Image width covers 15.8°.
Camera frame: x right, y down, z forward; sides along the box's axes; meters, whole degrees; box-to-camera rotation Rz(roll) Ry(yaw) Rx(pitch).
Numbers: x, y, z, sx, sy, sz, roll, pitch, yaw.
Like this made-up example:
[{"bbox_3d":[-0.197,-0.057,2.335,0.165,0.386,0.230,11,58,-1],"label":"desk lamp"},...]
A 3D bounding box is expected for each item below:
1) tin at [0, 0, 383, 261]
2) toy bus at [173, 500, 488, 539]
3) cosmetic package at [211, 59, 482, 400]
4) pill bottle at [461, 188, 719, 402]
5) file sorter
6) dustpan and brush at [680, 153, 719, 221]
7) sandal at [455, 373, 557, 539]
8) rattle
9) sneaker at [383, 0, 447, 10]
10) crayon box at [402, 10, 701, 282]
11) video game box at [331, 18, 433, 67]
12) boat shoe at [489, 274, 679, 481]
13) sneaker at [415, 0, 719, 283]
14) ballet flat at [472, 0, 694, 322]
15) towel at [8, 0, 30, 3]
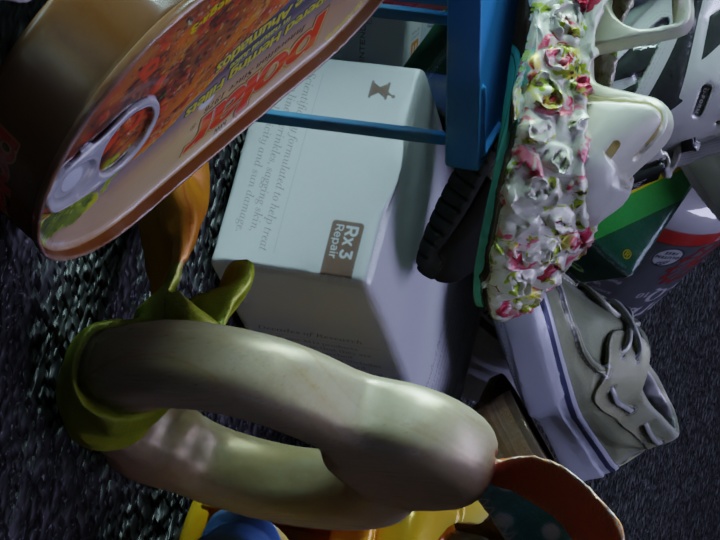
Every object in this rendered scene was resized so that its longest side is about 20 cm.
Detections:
[{"bbox_3d":[-0.043,-0.082,0.811,0.200,0.042,0.112,-43,161,-32],"label":"tin"},{"bbox_3d":[-0.046,0.155,0.944,0.192,0.135,0.201,27,69,-58],"label":"toy bus"},{"bbox_3d":[0.000,0.000,1.111,0.200,0.074,0.102,66,35,-61],"label":"cosmetic package"},{"bbox_3d":[0.101,-0.023,1.258,0.200,0.116,0.116,-49,-163,49],"label":"pill bottle"},{"bbox_3d":[0.005,-0.162,0.943,0.139,0.122,0.201,-59,153,-58],"label":"file sorter"},{"bbox_3d":[0.157,-0.103,1.090,0.140,0.200,0.057,-54,-158,-2],"label":"dustpan and brush"},{"bbox_3d":[0.055,0.097,1.214,0.078,0.069,0.212,60,2,6],"label":"sandal"},{"bbox_3d":[0.007,0.025,0.887,0.131,0.199,0.143,74,28,-45],"label":"rattle"},{"bbox_3d":[0.005,-0.192,1.040,0.074,0.086,0.201,-57,127,-68],"label":"sneaker"},{"bbox_3d":[0.117,-0.112,1.125,0.200,0.126,0.052,-54,-166,-15],"label":"crayon box"},{"bbox_3d":[0.031,-0.198,1.180,0.200,0.047,0.183,-50,147,-65],"label":"video game box"},{"bbox_3d":[0.101,0.037,1.196,0.200,0.062,0.072,56,14,-62],"label":"boat shoe"},{"bbox_3d":[0.105,-0.060,1.030,0.200,0.088,0.074,-49,-171,8],"label":"sneaker"},{"bbox_3d":[0.084,-0.078,0.926,0.076,0.064,0.201,18,81,-76],"label":"ballet flat"},{"bbox_3d":[-0.095,-0.147,0.746,0.200,0.034,0.133,-33,130,-71],"label":"towel"}]
